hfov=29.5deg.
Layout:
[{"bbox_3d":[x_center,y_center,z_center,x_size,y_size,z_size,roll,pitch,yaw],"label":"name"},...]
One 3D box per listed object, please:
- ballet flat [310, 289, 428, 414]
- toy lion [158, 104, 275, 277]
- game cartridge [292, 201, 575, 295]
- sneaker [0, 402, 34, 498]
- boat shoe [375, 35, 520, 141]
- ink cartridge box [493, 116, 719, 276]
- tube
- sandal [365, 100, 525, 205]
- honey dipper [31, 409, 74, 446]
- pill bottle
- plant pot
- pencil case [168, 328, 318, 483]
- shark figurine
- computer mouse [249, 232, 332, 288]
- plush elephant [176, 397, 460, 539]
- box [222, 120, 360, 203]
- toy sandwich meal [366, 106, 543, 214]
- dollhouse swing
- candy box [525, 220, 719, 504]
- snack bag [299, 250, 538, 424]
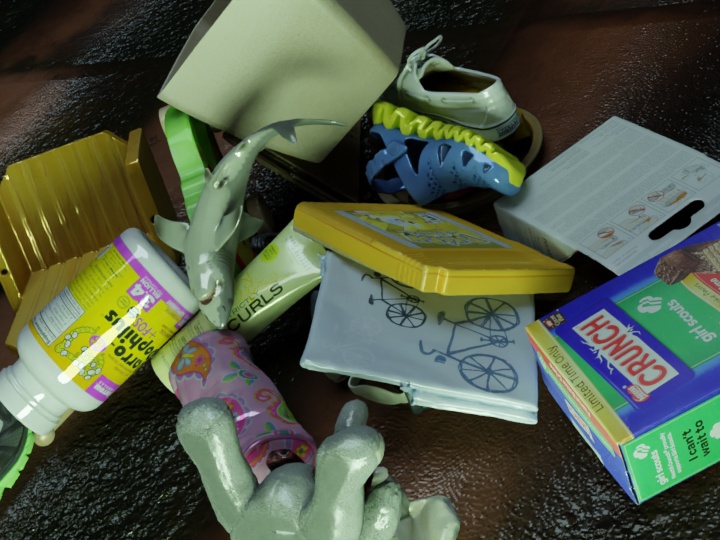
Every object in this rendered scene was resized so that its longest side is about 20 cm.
[{"bbox_3d":[0.003,0.073,1.204,0.073,0.073,0.200,-40,40,-21],"label":"ballet flat"},{"bbox_3d":[-0.149,-0.072,1.392,0.068,0.201,0.192,-21,16,7],"label":"toy lion"},{"bbox_3d":[0.065,-0.022,1.232,0.176,0.033,0.200,-1,17,-40],"label":"game cartridge"},{"bbox_3d":[-0.369,0.180,1.275,0.076,0.084,0.200,-24,30,29],"label":"sneaker"},{"bbox_3d":[0.073,-0.195,1.386,0.075,0.086,0.202,-38,39,-19],"label":"boat shoe"},{"bbox_3d":[0.242,-0.057,1.249,0.160,0.047,0.200,-35,37,-14],"label":"ink cartridge box"},{"bbox_3d":[-0.112,0.036,1.283,0.200,0.058,0.052,-41,8,11],"label":"tube"},{"bbox_3d":[0.076,-0.100,1.330,0.200,0.079,0.087,23,87,46],"label":"sandal"},{"bbox_3d":[-0.257,0.099,1.367,0.038,0.038,0.200,15,53,44],"label":"honey dipper"},{"bbox_3d":[-0.252,0.061,1.295,0.200,0.104,0.104,-44,35,-1],"label":"pill bottle"},{"bbox_3d":[-0.064,-0.231,1.398,0.200,0.177,0.200,-45,17,27],"label":"plant pot"},{"bbox_3d":[-0.101,0.129,1.184,0.087,0.088,0.200,-31,35,-9],"label":"pencil case"},{"bbox_3d":[-0.106,-0.065,1.268,0.128,0.089,0.215,35,102,38],"label":"shark figurine"},{"bbox_3d":[0.000,0.000,1.310,0.138,0.053,0.200,-14,24,-36],"label":"computer mouse"},{"bbox_3d":[-0.019,0.170,1.020,0.164,0.201,0.155,-1,17,30],"label":"plush elephant"},{"bbox_3d":[-0.071,-0.160,1.499,0.021,0.163,0.200,-49,22,30],"label":"box"},{"bbox_3d":[0.094,-0.137,1.427,0.204,0.070,0.206,-17,34,12],"label":"toy sandwich meal"},{"bbox_3d":[-0.317,-0.032,1.476,0.199,0.183,0.176,-18,14,10],"label":"dollhouse swing"},{"bbox_3d":[0.251,0.063,1.047,0.199,0.077,0.169,-29,35,-3],"label":"candy box"},{"bbox_3d":[0.052,0.052,1.143,0.199,0.022,0.189,10,31,-1],"label":"snack bag"}]
